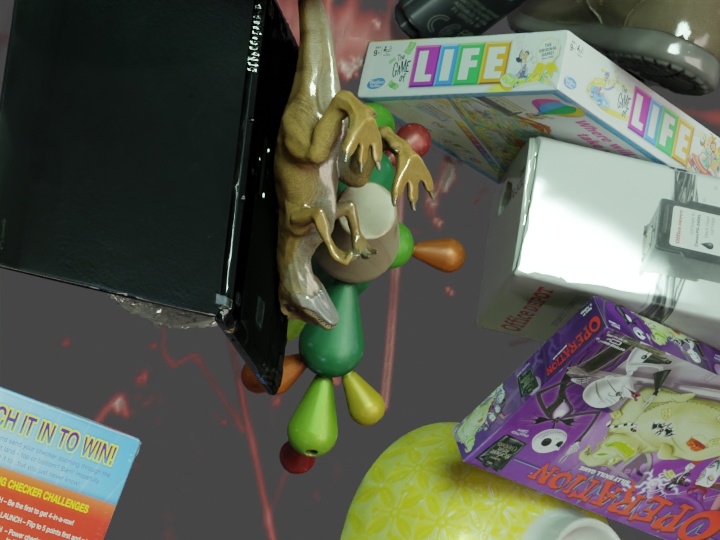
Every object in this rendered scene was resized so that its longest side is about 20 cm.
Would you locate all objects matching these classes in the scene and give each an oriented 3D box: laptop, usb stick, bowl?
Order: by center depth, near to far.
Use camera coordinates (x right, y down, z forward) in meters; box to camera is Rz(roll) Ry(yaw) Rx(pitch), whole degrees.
[{"bbox_3d":[-0.096,-0.053,1.361,0.200,0.103,0.178,62,33,-69],"label":"laptop"},{"bbox_3d":[0.106,-0.185,1.513,0.200,0.033,0.055,-37,141,20],"label":"usb stick"},{"bbox_3d":[0.091,0.184,1.608,0.200,0.107,0.201,7,80,-46],"label":"bowl"}]

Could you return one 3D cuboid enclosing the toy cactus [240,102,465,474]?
[{"bbox_3d":[0.000,0.000,1.468,0.165,0.102,0.201,113,-1,-72],"label":"toy cactus"}]

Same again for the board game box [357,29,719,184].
[{"bbox_3d":[0.111,-0.077,1.562,0.200,0.134,0.034,29,69,-48],"label":"board game box"}]

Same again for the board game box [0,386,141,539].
[{"bbox_3d":[-0.220,0.141,1.338,0.200,0.056,0.196,26,83,-48],"label":"board game box"}]

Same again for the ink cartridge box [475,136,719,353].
[{"bbox_3d":[0.172,0.001,1.572,0.145,0.199,0.084,115,-14,-75],"label":"ink cartridge box"}]

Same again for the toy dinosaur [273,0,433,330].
[{"bbox_3d":[-0.020,-0.069,1.353,0.060,0.106,0.201,-1,97,-43],"label":"toy dinosaur"}]

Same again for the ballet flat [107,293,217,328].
[{"bbox_3d":[-0.104,-0.011,1.407,0.200,0.072,0.072,25,85,-49],"label":"ballet flat"}]

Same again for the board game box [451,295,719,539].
[{"bbox_3d":[0.162,0.089,1.563,0.200,0.032,0.120,22,128,-37],"label":"board game box"}]

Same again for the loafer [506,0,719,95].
[{"bbox_3d":[0.150,-0.141,1.538,0.073,0.200,0.071,27,88,-27],"label":"loafer"}]
